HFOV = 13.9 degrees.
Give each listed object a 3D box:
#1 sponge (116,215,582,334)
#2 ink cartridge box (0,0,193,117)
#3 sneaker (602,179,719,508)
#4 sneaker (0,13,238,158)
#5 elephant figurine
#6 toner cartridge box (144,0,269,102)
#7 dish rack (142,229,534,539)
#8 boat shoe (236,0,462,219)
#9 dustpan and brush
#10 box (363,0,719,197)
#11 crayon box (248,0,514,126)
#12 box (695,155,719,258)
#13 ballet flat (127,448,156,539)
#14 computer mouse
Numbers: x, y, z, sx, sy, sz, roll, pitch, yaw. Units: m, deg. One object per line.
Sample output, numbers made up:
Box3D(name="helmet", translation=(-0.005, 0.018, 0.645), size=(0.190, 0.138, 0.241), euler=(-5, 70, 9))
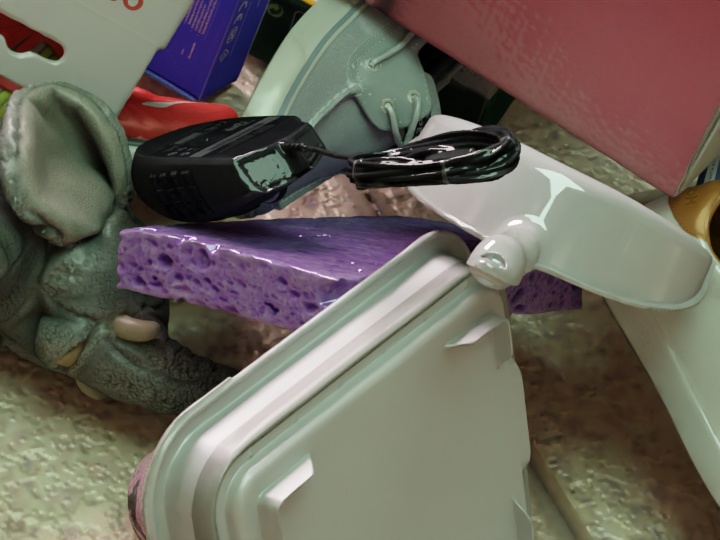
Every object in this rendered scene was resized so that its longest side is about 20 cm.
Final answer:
Box3D(name="sponge", translation=(0.000, 0.000, 1.241), size=(0.112, 0.030, 0.200), euler=(12, 10, 32))
Box3D(name="ink cartridge box", translation=(-0.108, -0.176, 1.259), size=(0.116, 0.200, 0.068), euler=(28, 11, -23))
Box3D(name="sneaker", translation=(0.179, 0.052, 1.263), size=(0.200, 0.085, 0.073), euler=(60, 20, 8))
Box3D(name="sneaker", translation=(-0.143, -0.091, 1.309), size=(0.200, 0.077, 0.085), euler=(12, 88, -19))
Box3D(name="elephant figurine", translation=(-0.145, -0.006, 1.243), size=(0.200, 0.155, 0.141), euler=(1, 6, -38))
Box3D(name="toner cartridge box", translation=(-0.071, -0.187, 1.363), size=(0.095, 0.200, 0.043), euler=(32, 30, 13))
Box3D(name="dish rack", translation=(0.004, 0.095, 1.142), size=(0.044, 0.172, 0.200), euler=(15, 37, 36))
Box3D(name="boat shoe", translation=(0.005, -0.082, 1.313), size=(0.071, 0.070, 0.201), euler=(27, 44, 11))
Box3D(name="dustpan and brush", translation=(0.068, -0.016, 1.162), size=(0.140, 0.200, 0.057), euler=(27, 91, 8))
Box3D(name="box", translation=(0.101, -0.145, 1.299), size=(0.200, 0.109, 0.128), euler=(34, 37, 13))
Box3D(name="crayon box", translation=(0.044, -0.150, 1.471), size=(0.126, 0.052, 0.200), euler=(28, 47, 10))
Box3D(name="box", translation=(0.249, -0.011, 1.322), size=(0.200, 0.064, 0.070), euler=(8, 58, 16))
Box3D(name="ballet flat", translation=(-0.003, 0.070, 1.228), size=(0.200, 0.069, 0.071), euler=(-24, 18, -35))
Box3D(name="computer mouse", translation=(-0.016, -0.037, 1.173), size=(0.200, 0.034, 0.059), euler=(3, 23, 45))
